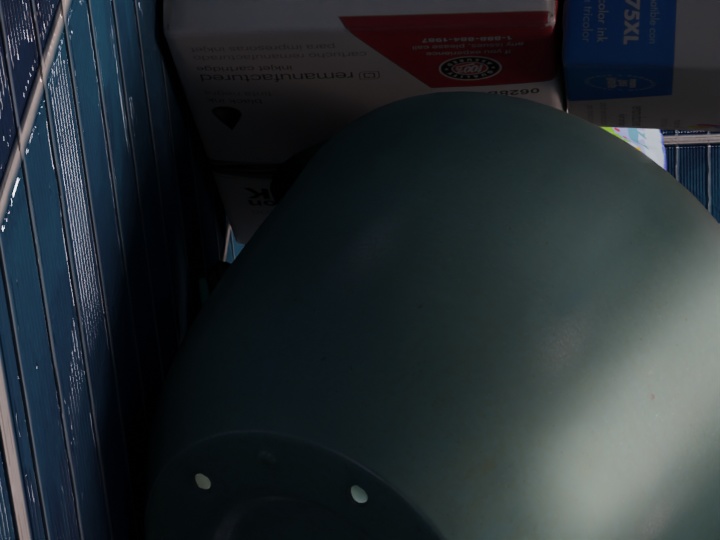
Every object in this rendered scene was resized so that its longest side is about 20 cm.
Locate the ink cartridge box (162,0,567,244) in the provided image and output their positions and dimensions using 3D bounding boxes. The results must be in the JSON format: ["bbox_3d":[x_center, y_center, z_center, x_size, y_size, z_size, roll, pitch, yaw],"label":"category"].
[{"bbox_3d":[0.009,-0.084,1.092,0.200,0.147,0.083,75,15,-67],"label":"ink cartridge box"}]

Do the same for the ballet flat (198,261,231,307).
[{"bbox_3d":[-0.022,0.063,1.130,0.200,0.073,0.073,83,7,-47],"label":"ballet flat"}]

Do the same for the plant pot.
[{"bbox_3d":[0.020,0.065,0.933,0.161,0.201,0.201,-46,140,-47],"label":"plant pot"}]

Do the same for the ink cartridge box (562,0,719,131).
[{"bbox_3d":[0.177,-0.092,1.035,0.116,0.200,0.067,52,41,-80],"label":"ink cartridge box"}]

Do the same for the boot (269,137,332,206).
[{"bbox_3d":[0.044,0.042,1.068,0.211,0.079,0.158,45,23,-61],"label":"boot"}]

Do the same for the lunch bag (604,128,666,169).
[{"bbox_3d":[0.075,-0.036,1.556,0.170,0.200,0.127,-85,172,-60],"label":"lunch bag"}]
